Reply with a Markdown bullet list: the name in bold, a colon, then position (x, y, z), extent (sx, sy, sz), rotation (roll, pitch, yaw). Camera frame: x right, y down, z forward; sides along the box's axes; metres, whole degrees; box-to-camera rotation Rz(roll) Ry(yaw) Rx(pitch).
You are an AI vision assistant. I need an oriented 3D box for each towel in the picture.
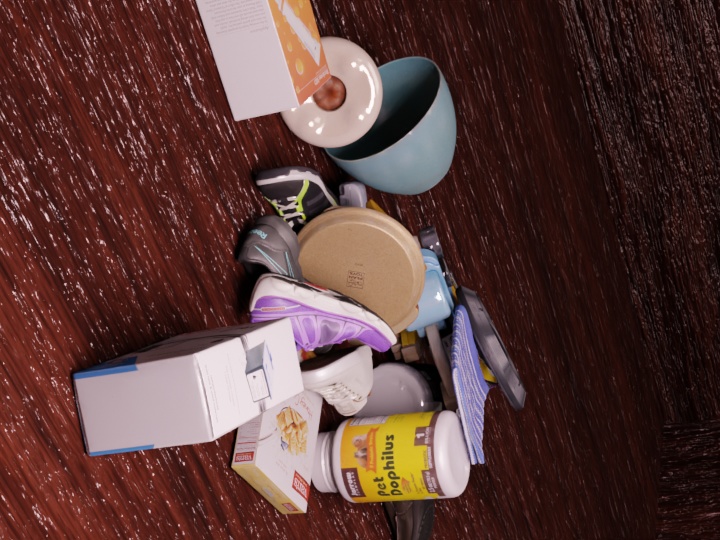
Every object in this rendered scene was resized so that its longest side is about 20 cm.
- **towel**: position (0.147, 0.148, 1.555), extent (0.201, 0.023, 0.147), rotation (-75, 151, -67)

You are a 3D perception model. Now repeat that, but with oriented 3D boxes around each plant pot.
- **plant pot**: position (0.061, -0.190, 1.684), extent (0.135, 0.197, 0.202), rotation (50, 38, -37)

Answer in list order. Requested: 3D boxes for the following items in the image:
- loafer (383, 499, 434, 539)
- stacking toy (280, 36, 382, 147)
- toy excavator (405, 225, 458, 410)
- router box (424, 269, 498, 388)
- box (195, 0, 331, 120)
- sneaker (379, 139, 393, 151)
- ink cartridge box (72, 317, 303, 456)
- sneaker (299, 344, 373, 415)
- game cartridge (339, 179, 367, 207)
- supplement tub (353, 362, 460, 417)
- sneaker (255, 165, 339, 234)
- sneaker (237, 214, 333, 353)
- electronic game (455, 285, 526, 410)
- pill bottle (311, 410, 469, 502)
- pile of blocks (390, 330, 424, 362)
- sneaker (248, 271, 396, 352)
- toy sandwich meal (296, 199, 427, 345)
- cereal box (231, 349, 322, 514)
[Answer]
- **loafer**: position (0.069, 0.346, 1.721), extent (0.073, 0.070, 0.204), rotation (-34, 133, -60)
- **stacking toy**: position (-0.041, -0.261, 1.633), extent (0.200, 0.143, 0.149), rotation (-86, 162, -74)
- **toy excavator**: position (0.095, 0.072, 1.630), extent (0.196, 0.098, 0.202), rotation (66, 8, -46)
- **router box**: position (0.134, 0.085, 1.765), extent (0.149, 0.051, 0.203), rotation (24, 41, -65)
- **box**: position (-0.124, -0.308, 1.438), extent (0.125, 0.096, 0.203), rotation (-55, 133, -58)
- **sneaker**: position (0.017, -0.233, 1.807), extent (0.086, 0.073, 0.203), rotation (36, 46, -39)
- **ink cartridge box**: position (-0.164, 0.112, 1.149), extent (0.200, 0.144, 0.088), rotation (-23, 102, -67)
- **sneaker**: position (-0.022, 0.144, 1.468), extent (0.200, 0.072, 0.086), rotation (-6, 86, -70)
- **game cartridge**: position (-0.002, -0.026, 1.662), extent (0.133, 0.041, 0.204), rotation (-49, 134, -80)
- **supplement tub**: position (0.077, 0.199, 1.721), extent (0.199, 0.121, 0.125), rotation (12, 72, -65)
- **sneaker**: position (-0.073, -0.075, 1.519), extent (0.200, 0.071, 0.084), rotation (32, 55, -61)
- **sneaker**: position (-0.096, 0.031, 1.452), extent (0.080, 0.074, 0.202), rotation (-53, 125, -42)
- **electronic game**: position (0.191, 0.115, 1.721), extent (0.202, 0.041, 0.200), rotation (62, 6, -12)
- **pill bottle**: position (0.036, 0.244, 1.510), extent (0.109, 0.197, 0.111), rotation (-8, 90, -67)
- **pile of blocks**: position (0.053, 0.050, 1.794), extent (0.082, 0.061, 0.203), rotation (48, 33, -49)
- **sneaker**: position (-0.049, 0.065, 1.406), extent (0.197, 0.081, 0.085), rotation (19, 96, -25)
- **toy sandwich meal**: position (0.000, 0.000, 1.529), extent (0.071, 0.202, 0.208), rotation (-79, 153, -62)
- **cereal box**: position (-0.096, 0.177, 1.423), extent (0.144, 0.039, 0.203), rotation (54, 35, -50)
